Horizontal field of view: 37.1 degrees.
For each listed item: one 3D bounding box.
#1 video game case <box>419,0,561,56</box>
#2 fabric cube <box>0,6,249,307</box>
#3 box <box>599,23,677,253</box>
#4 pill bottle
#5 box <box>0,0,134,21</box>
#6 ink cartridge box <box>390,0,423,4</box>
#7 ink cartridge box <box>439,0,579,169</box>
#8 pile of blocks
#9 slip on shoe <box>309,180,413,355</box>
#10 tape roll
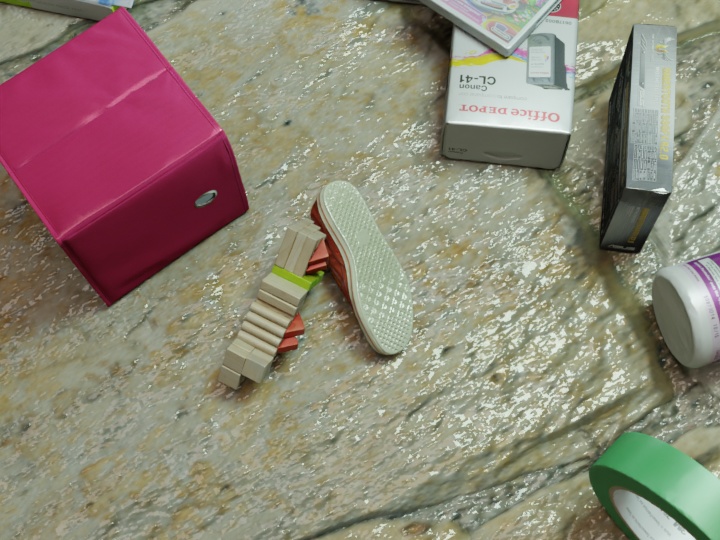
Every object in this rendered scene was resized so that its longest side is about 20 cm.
[{"bbox_3d":[0.175,-0.352,1.247,0.143,0.018,0.200,37,72,18],"label":"video game case"},{"bbox_3d":[-0.265,-0.117,1.163,0.199,0.196,0.200,-36,72,-12],"label":"fabric cube"},{"bbox_3d":[0.302,-0.141,1.171,0.048,0.158,0.200,6,68,5],"label":"box"},{"bbox_3d":[0.420,0.024,1.126,0.200,0.112,0.112,-17,69,-4],"label":"pill bottle"},{"bbox_3d":[-0.359,-0.384,1.350,0.200,0.048,0.122,13,70,7],"label":"box"},{"bbox_3d":[0.116,-0.412,1.329,0.200,0.075,0.165,8,70,5],"label":"ink cartridge box"},{"bbox_3d":[0.175,-0.231,1.251,0.147,0.086,0.200,5,67,4],"label":"ink cartridge box"},{"bbox_3d":[-0.079,0.043,1.158,0.062,0.082,0.200,26,86,9],"label":"pile of blocks"},{"bbox_3d":[0.000,0.000,1.183,0.074,0.061,0.200,-20,80,-31],"label":"slip on shoe"},{"bbox_3d":[0.304,0.239,0.998,0.048,0.200,0.200,-42,73,-13],"label":"tape roll"}]
